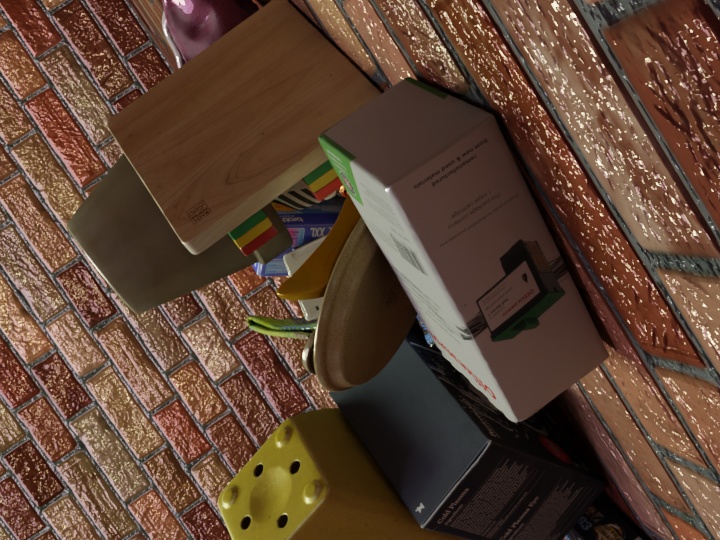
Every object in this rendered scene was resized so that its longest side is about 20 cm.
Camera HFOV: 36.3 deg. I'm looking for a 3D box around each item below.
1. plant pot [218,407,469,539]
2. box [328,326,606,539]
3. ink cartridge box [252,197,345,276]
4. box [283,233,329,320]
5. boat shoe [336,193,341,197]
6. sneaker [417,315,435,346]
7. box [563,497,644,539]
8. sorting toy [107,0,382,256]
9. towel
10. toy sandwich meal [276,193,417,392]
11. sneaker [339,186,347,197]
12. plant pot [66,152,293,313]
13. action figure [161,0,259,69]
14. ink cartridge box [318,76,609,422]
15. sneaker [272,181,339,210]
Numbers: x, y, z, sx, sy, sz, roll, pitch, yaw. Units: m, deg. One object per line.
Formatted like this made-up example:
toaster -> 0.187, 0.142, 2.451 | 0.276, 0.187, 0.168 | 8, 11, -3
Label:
plant pot -> -0.021, 0.249, 1.062 | 0.200, 0.196, 0.194 | 33, -168, -36
box -> 0.100, 0.160, 1.054 | 0.182, 0.104, 0.200 | 24, -163, -40
ink cartridge box -> -0.079, -0.059, 1.367 | 0.200, 0.136, 0.076 | -124, 38, -49
box -> 0.000, 0.000, 1.091 | 0.068, 0.082, 0.200 | 68, -166, 5
boat shoe -> -0.108, -0.129, 1.328 | 0.199, 0.068, 0.074 | 27, -169, -28
sneaker -> 0.071, 0.018, 1.004 | 0.078, 0.075, 0.200 | 59, 173, -2
box -> 0.274, 0.317, 1.104 | 0.200, 0.050, 0.199 | 59, 174, -28
sorting toy -> -0.094, -0.118, 0.961 | 0.199, 0.200, 0.070 | 51, 177, 41
towel -> -0.002, 0.054, 1.143 | 0.144, 0.200, 0.023 | 2, 92, 57
toy sandwich meal -> 0.001, -0.001, 0.889 | 0.070, 0.205, 0.205 | 23, 161, 21
sneaker -> -0.040, -0.098, 1.051 | 0.200, 0.112, 0.078 | 53, 174, 14
plant pot -> -0.197, -0.054, 1.128 | 0.200, 0.173, 0.200 | 52, 173, 8
action figure -> -0.191, -0.296, 1.102 | 0.200, 0.149, 0.134 | 43, -173, -27
ink cartridge box -> 0.069, -0.016, 0.747 | 0.200, 0.084, 0.146 | 59, 174, -27
sneaker -> -0.080, -0.138, 1.148 | 0.076, 0.115, 0.201 | 49, 171, 49
